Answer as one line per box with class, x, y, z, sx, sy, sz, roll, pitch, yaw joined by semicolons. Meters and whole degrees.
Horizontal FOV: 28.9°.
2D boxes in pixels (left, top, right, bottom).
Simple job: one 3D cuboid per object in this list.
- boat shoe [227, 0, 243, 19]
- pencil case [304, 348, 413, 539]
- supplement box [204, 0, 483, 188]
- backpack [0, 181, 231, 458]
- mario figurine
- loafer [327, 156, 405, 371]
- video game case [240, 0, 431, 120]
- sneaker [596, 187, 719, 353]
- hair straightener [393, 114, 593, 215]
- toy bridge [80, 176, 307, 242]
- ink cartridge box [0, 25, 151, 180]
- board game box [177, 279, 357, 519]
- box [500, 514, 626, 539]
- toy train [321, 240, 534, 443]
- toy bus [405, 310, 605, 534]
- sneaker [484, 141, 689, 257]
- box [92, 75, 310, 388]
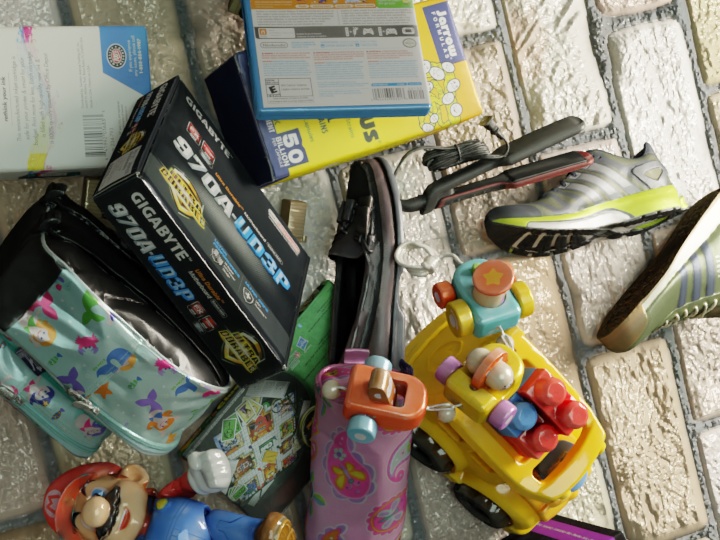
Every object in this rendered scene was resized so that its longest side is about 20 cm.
boat shoe;-0.037;-0.287;1.217;0.066;0.072;0.201;39;71;-7
pencil case;-0.003;0.170;1.163;0.087;0.087;0.201;-6;114;-20
supplement box;-0.015;-0.150;1.197;0.199;0.109;0.109;-20;94;-20
backpack;-0.201;0.054;1.087;0.200;0.178;0.151;36;99;-20
mario figurine;-0.159;0.202;1.069;0.199;0.106;0.124;13;43;18
loafer;0.000;0.000;1.197;0.063;0.072;0.201;0;83;-23
video game case;-0.026;-0.216;1.138;0.142;0.018;0.201;-3;69;-14
sneaker;0.316;0.019;1.327;0.090;0.067;0.200;43;71;-7
hair straightener;0.108;-0.106;1.254;0.199;0.041;0.077;-15;115;-2
toy bridge;-0.139;-0.036;1.186;0.199;0.027;0.068;6;95;-22
ink cartridge box;-0.272;-0.134;1.126;0.199;0.067;0.117;-4;89;-20
board game box;-0.056;0.116;1.214;0.105;0.023;0.200;44;74;-11
box;0.121;0.280;1.205;0.199;0.143;0.036;-28;97;-18
toy train;0.061;0.050;1.098;0.150;0.056;0.201;16;54;5
toy bus;0.141;0.136;1.192;0.200;0.192;0.136;47;72;-17
sneaker;0.203;-0.067;1.301;0.199;0.074;0.081;-11;72;-20
box;-0.118;-0.031;1.091;0.046;0.159;0.200;-25;117;20
